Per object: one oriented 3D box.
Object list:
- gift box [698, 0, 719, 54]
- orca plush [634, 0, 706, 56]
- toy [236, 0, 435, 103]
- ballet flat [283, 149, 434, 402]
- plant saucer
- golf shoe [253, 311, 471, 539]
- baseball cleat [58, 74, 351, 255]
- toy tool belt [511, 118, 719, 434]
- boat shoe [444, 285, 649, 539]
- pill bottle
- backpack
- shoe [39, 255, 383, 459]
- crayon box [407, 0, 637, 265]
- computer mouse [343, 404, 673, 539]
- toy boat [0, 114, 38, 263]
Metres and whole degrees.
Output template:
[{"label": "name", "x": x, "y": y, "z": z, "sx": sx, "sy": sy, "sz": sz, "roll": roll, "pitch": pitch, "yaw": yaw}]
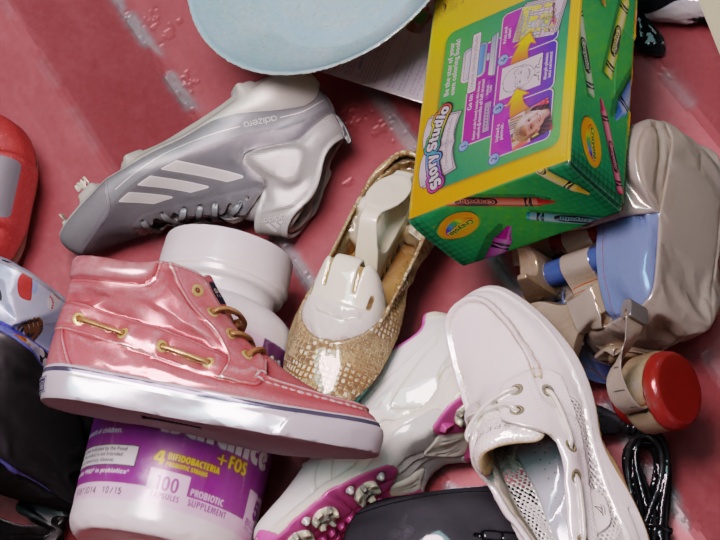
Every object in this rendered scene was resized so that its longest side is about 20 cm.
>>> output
[{"label": "gift box", "x": 0.315, "y": -0.146, "z": 1.300, "sx": 0.184, "sy": 0.200, "sz": 0.187, "roll": -6, "pitch": 61, "yaw": -18}, {"label": "orca plush", "x": 0.211, "y": -0.188, "z": 1.447, "sx": 0.200, "sy": 0.071, "sz": 0.105, "roll": 34, "pitch": 80, "yaw": 26}, {"label": "toy", "x": 0.015, "y": -0.166, "z": 1.508, "sx": 0.200, "sy": 0.047, "sz": 0.115, "roll": 17, "pitch": 69, "yaw": 17}, {"label": "ballet flat", "x": 0.000, "y": 0.000, "z": 1.391, "sx": 0.070, "sy": 0.065, "sz": 0.200, "roll": 8, "pitch": 48, "yaw": 18}, {"label": "plant saucer", "x": -0.015, "y": -0.203, "z": 1.465, "sx": 0.201, "sy": 0.039, "sz": 0.201, "roll": -13, "pitch": 57, "yaw": 22}, {"label": "golf shoe", "x": 0.010, "y": 0.104, "z": 1.385, "sx": 0.200, "sy": 0.075, "sz": 0.092, "roll": -37, "pitch": 51, "yaw": -8}, {"label": "baseball cleat", "x": -0.099, "y": -0.048, "z": 1.476, "sx": 0.200, "sy": 0.070, "sz": 0.107, "roll": -35, "pitch": 79, "yaw": 10}, {"label": "toy tool belt", "x": 0.149, "y": 0.013, "z": 1.367, "sx": 0.123, "sy": 0.125, "sz": 0.200, "roll": -19, "pitch": 55, "yaw": 43}, {"label": "boat shoe", "x": 0.093, "y": 0.093, "z": 1.278, "sx": 0.071, "sy": 0.069, "sz": 0.200, "roll": -46, "pitch": 59, "yaw": 33}, {"label": "pill bottle", "x": -0.102, "y": 0.078, "z": 1.396, "sx": 0.112, "sy": 0.112, "sz": 0.200, "roll": 6, "pitch": 69, "yaw": 18}, {"label": "backpack", "x": -0.258, "y": 0.061, "z": 1.413, "sx": 0.190, "sy": 0.200, "sz": 0.154, "roll": 13, "pitch": 66, "yaw": 27}, {"label": "shoe", "x": -0.079, "y": 0.049, "z": 1.312, "sx": 0.200, "sy": 0.071, "sz": 0.091, "roll": 11, "pitch": 76, "yaw": -2}, {"label": "crayon box", "x": 0.100, "y": -0.113, "z": 1.368, "sx": 0.119, "sy": 0.058, "sz": 0.200, "roll": -20, "pitch": 49, "yaw": 36}, {"label": "computer mouse", "x": 0.092, "y": 0.134, "z": 1.328, "sx": 0.200, "sy": 0.046, "sz": 0.141, "roll": 6, "pitch": 67, "yaw": 0}, {"label": "toy boat", "x": -0.321, "y": -0.059, "z": 1.507, "sx": 0.200, "sy": 0.131, "sz": 0.131, "roll": 1, "pitch": 67, "yaw": 16}]
